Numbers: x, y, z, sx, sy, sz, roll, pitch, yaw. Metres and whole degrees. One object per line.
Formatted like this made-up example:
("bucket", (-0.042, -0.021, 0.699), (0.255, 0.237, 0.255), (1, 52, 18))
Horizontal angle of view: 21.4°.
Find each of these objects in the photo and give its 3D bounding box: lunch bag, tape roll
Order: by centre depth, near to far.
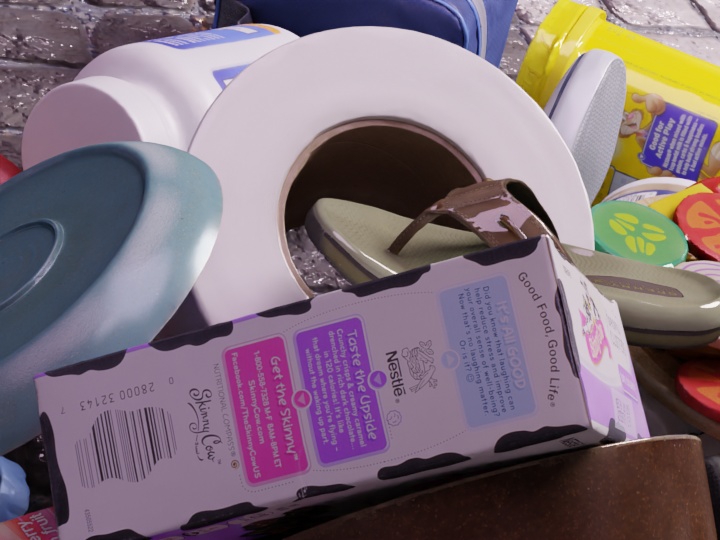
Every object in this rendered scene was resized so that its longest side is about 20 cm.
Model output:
("tape roll", (0.000, 0.000, 0.938), (0.201, 0.139, 0.204), (4, 71, -11))
("lunch bag", (-0.007, -0.165, 1.250), (0.199, 0.137, 0.132), (20, 35, 12))

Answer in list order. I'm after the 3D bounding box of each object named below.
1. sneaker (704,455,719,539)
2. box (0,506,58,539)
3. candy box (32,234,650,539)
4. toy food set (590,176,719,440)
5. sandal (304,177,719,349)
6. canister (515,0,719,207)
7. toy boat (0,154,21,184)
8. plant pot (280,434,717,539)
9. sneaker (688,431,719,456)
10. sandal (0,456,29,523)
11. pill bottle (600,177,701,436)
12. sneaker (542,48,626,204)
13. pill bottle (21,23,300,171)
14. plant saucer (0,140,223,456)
("sneaker", (0.181, 0.176, 0.822), (0.086, 0.074, 0.201), (14, 47, -33))
("box", (-0.100, 0.193, 0.746), (0.102, 0.095, 0.200), (-14, 42, -31))
("candy box", (0.002, 0.058, 0.736), (0.199, 0.168, 0.072), (-16, 76, 14))
("toy food set", (0.204, 0.022, 0.939), (0.197, 0.049, 0.200), (-21, 54, -40))
("sandal", (0.071, -0.012, 0.837), (0.200, 0.058, 0.080), (8, 24, -16))
("canister", (0.190, -0.062, 1.154), (0.199, 0.149, 0.087), (24, 46, 14))
("toy boat", (-0.227, -0.011, 0.968), (0.130, 0.131, 0.200), (11, 34, -2))
("plant pot", (0.067, 0.186, 0.722), (0.186, 0.187, 0.201), (-8, 75, -26))
("sneaker", (0.151, 0.132, 0.895), (0.199, 0.071, 0.093), (-17, 33, -11))
("sandal", (-0.220, 0.119, 0.825), (0.199, 0.087, 0.080), (-5, 40, -20))
("pill bottle", (0.149, 0.042, 1.024), (0.110, 0.112, 0.200), (19, 35, 11))
("sneaker", (0.083, -0.039, 1.070), (0.071, 0.201, 0.073), (24, -7, 26))
("pill bottle", (-0.101, -0.076, 1.080), (0.112, 0.113, 0.200), (26, 23, 20))
("plant saucer", (-0.150, 0.008, 0.826), (0.199, 0.027, 0.201), (-26, 32, 18))
